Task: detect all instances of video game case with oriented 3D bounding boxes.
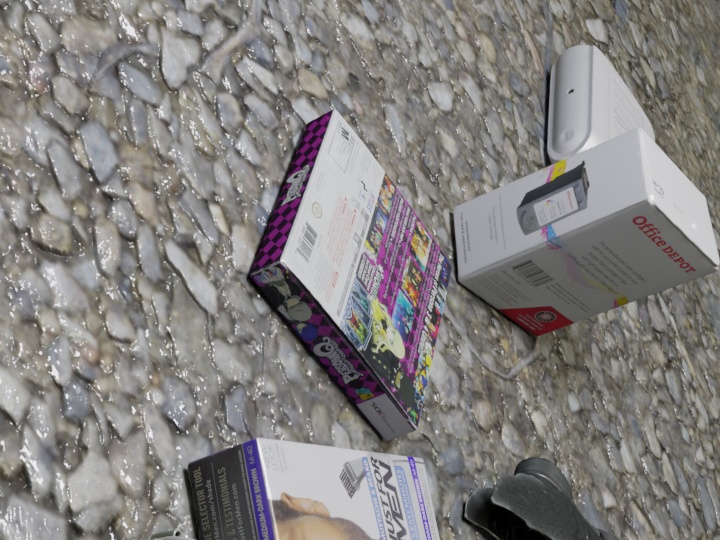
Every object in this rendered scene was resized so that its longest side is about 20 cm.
[{"bbox_3d":[0.000,0.000,1.190,0.182,0.036,0.201,51,32,-26],"label":"video game case"}]

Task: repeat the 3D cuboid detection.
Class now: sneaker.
[{"bbox_3d":[0.165,0.236,1.282,0.200,0.060,0.104,52,30,-16],"label":"sneaker"}]

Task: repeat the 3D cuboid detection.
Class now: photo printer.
[{"bbox_3d":[0.275,-0.135,1.726,0.167,0.069,0.201,47,34,-33],"label":"photo printer"}]

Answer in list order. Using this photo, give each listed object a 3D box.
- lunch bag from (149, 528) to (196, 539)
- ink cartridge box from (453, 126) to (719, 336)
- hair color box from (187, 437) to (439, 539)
[{"bbox_3d":[-0.083,0.249,0.755,0.168,0.138,0.201,54,30,-23],"label":"lunch bag"},{"bbox_3d":[0.204,-0.029,1.390,0.147,0.199,0.086,35,41,-44],"label":"ink cartridge box"},{"bbox_3d":[-0.021,0.176,0.998,0.199,0.064,0.110,15,57,-54],"label":"hair color box"}]
